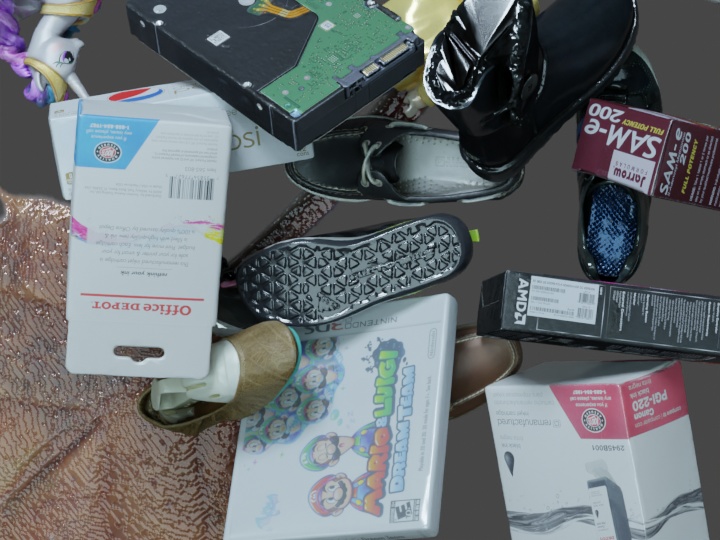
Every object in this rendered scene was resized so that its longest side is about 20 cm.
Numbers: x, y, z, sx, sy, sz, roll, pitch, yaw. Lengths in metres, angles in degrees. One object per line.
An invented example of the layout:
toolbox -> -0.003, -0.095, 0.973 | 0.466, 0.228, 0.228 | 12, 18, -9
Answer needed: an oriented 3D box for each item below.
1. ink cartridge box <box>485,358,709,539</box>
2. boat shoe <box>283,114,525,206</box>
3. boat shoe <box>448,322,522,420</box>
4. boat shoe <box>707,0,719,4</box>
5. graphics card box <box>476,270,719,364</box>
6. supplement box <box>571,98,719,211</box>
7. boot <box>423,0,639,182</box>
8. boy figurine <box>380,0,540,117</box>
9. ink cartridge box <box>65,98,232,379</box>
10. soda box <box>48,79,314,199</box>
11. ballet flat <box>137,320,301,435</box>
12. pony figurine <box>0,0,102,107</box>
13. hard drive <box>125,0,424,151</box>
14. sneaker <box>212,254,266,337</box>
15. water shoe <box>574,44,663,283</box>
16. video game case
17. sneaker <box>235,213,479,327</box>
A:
ink cartridge box -> 0.190, 0.177, 1.379 | 0.145, 0.085, 0.201 | -5, 99, 47
boat shoe -> 0.033, -0.086, 1.410 | 0.199, 0.060, 0.074 | 7, 97, 6
boat shoe -> 0.041, 0.103, 1.425 | 0.200, 0.072, 0.076 | -26, 93, 9
boat shoe -> 0.240, -0.290, 1.360 | 0.071, 0.064, 0.200 | -41, 91, 9
graphics card box -> 0.197, 0.038, 1.355 | 0.199, 0.125, 0.051 | 6, 86, -4
supplement box -> 0.274, -0.077, 1.314 | 0.200, 0.109, 0.061 | 9, 99, -29
boot -> 0.133, -0.172, 1.302 | 0.076, 0.168, 0.200 | 38, 83, 22
boy figurine -> 0.045, -0.189, 1.395 | 0.200, 0.064, 0.125 | -21, 72, 6
ink cartridge box -> -0.164, -0.023, 1.323 | 0.115, 0.068, 0.201 | 4, 105, -11
soda box -> -0.142, -0.111, 1.370 | 0.199, 0.064, 0.068 | -10, 109, -7
ballet flat -> -0.123, 0.089, 1.391 | 0.072, 0.200, 0.068 | 1, 74, -33
pony figurine -> -0.273, -0.241, 1.399 | 0.193, 0.167, 0.200 | 23, 83, -4
hard drive -> -0.067, -0.183, 1.347 | 0.140, 0.038, 0.200 | -38, 56, -26
sneaker -> -0.134, -0.024, 1.426 | 0.200, 0.071, 0.099 | 37, 103, 11
water shoe -> 0.207, -0.086, 1.380 | 0.071, 0.079, 0.201 | -1, 96, 7
video game case -> -0.015, 0.120, 1.378 | 0.182, 0.024, 0.200 | -8, 59, 26
sneaker -> 0.000, 0.000, 1.412 | 0.199, 0.083, 0.072 | -10, 94, 3
